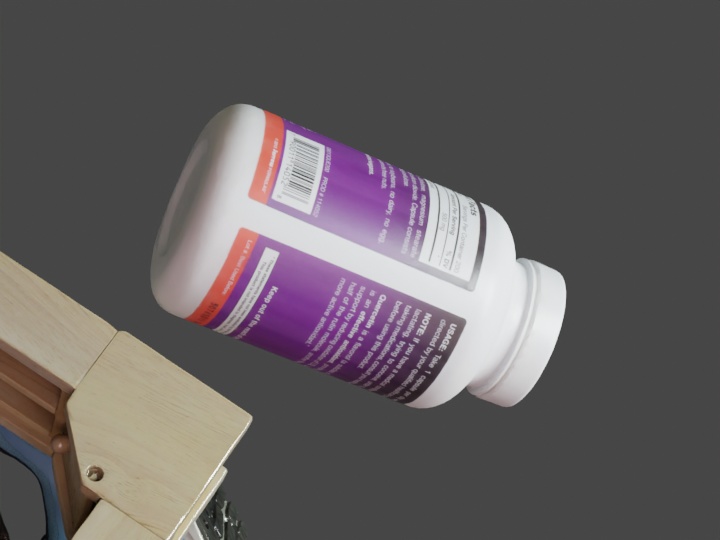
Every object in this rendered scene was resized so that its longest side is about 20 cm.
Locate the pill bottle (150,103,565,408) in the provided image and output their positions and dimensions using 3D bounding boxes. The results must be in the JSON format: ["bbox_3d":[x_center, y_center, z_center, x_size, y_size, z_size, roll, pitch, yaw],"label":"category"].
[{"bbox_3d":[0.000,0.000,0.977,0.199,0.113,0.113,22,102,-15],"label":"pill bottle"}]

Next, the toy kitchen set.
[{"bbox_3d":[-0.187,0.131,0.919,0.180,0.163,0.200,33,59,3],"label":"toy kitchen set"}]

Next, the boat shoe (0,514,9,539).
[{"bbox_3d":[-0.207,0.177,1.008,0.067,0.072,0.201,-5,111,30],"label":"boat shoe"}]

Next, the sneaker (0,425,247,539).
[{"bbox_3d":[-0.124,0.136,1.026,0.090,0.078,0.201,-31,100,11],"label":"sneaker"}]
